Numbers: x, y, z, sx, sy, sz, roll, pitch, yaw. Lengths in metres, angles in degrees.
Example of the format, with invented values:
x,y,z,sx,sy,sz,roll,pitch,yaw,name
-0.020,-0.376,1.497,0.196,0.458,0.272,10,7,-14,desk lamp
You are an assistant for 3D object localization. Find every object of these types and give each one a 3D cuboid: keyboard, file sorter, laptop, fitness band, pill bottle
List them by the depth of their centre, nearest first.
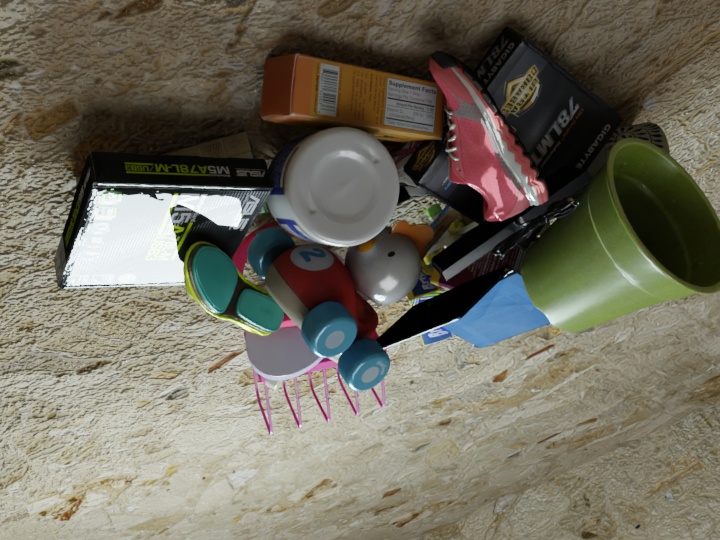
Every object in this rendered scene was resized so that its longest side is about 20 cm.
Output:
x,y,z,sx,sy,sz,roll,pitch,yaw,name
-0.041,-0.091,1.005,0.118,0.121,0.200,-10,-172,-15,pill bottle
0.173,-0.051,1.021,0.199,0.021,0.127,-36,-166,1,keyboard
0.141,0.080,1.180,0.187,0.116,0.200,-28,-172,47,laptop
-0.077,0.000,1.226,0.198,0.037,0.145,-13,113,-8,fitness band
-0.069,0.163,1.455,0.198,0.139,0.127,-11,116,-13,file sorter

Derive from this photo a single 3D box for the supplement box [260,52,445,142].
x,y,z,sx,sy,sz,roll,pitch,yaw,name
-0.004,-0.180,0.977,0.198,0.070,0.066,5,-179,-36,supplement box

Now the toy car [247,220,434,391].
x,y,z,sx,sy,sz,roll,pitch,yaw,name
0.000,0.000,1.107,0.200,0.185,0.177,-41,138,0,toy car

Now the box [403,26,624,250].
x,y,z,sx,sy,sz,roll,pitch,yaw,name
0.181,-0.146,1.069,0.198,0.050,0.201,27,107,-35,box

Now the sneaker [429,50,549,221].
x,y,z,sx,sy,sz,roll,pitch,yaw,name
0.118,-0.135,0.970,0.086,0.074,0.201,-33,106,13,sneaker

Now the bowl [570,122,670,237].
x,y,z,sx,sy,sz,roll,pitch,yaw,name
0.314,-0.110,1.220,0.093,0.202,0.201,14,144,-11,bowl

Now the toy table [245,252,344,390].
x,y,z,sx,sy,sz,roll,pitch,yaw,name
-0.087,0.078,1.318,0.200,0.183,0.117,-46,166,-19,toy table

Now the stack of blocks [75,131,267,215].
x,y,z,sx,sy,sz,roll,pitch,yaw,name
-0.212,-0.079,1.062,0.198,0.059,0.115,-16,153,-4,stack of blocks

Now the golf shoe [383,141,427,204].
x,y,z,sx,sy,sz,roll,pitch,yaw,name
0.080,-0.131,1.108,0.199,0.093,0.072,-35,146,27,golf shoe

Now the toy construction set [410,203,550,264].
x,y,z,sx,sy,sz,roll,pitch,yaw,name
0.163,-0.075,1.229,0.198,0.093,0.131,-13,-174,20,toy construction set

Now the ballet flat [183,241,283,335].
x,y,z,sx,sy,sz,roll,pitch,yaw,name
-0.162,0.025,1.058,0.066,0.067,0.200,9,161,30,ballet flat

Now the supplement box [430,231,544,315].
x,y,z,sx,sy,sz,roll,pitch,yaw,name
0.222,0.004,1.320,0.199,0.104,0.130,16,177,39,supplement box

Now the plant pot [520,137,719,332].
x,y,z,sx,sy,sz,roll,pitch,yaw,name
0.296,-0.019,1.088,0.199,0.202,0.190,5,148,-37,plant pot

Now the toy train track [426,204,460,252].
x,y,z,sx,sy,sz,roll,pitch,yaw,name
0.117,-0.092,1.148,0.114,0.033,0.200,15,122,-45,toy train track

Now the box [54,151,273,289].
x,y,z,sx,sy,sz,roll,pitch,yaw,name
-0.218,-0.049,0.997,0.191,0.048,0.200,1,148,-30,box

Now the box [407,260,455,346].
x,y,z,sx,sy,sz,roll,pitch,yaw,name
0.111,0.051,1.483,0.064,0.071,0.200,-17,153,4,box
